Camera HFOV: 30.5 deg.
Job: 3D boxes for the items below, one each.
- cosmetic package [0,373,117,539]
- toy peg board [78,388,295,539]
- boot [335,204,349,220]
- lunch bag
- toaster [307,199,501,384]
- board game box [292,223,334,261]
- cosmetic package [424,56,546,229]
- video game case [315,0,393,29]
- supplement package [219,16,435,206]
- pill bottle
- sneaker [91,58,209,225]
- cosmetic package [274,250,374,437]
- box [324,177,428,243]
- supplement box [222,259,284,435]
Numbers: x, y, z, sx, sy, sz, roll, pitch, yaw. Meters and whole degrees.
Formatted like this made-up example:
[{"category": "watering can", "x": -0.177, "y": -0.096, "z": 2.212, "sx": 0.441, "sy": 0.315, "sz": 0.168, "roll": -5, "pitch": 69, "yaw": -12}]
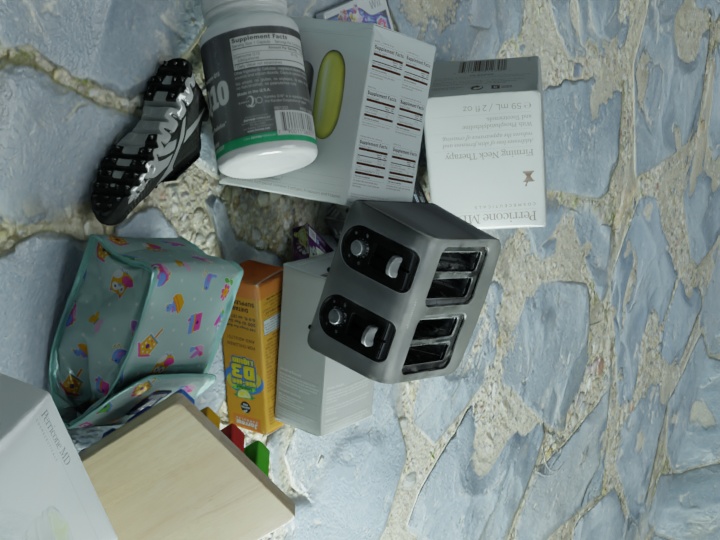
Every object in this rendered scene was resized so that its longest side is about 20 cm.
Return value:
[{"category": "cosmetic package", "x": -0.355, "y": 0.234, "z": 1.215, "sx": 0.200, "sy": 0.122, "sz": 0.201, "roll": -49, "pitch": 137, "yaw": -37}, {"category": "toy peg board", "x": -0.204, "y": 0.217, "z": 1.409, "sx": 0.200, "sy": 0.199, "sz": 0.098, "roll": 49, "pitch": 20, "yaw": -29}, {"category": "boot", "x": 0.001, "y": 0.000, "z": 1.675, "sx": 0.181, "sy": 0.072, "sz": 0.203, "roll": 29, "pitch": 69, "yaw": -54}, {"category": "lunch bag", "x": -0.229, "y": 0.073, "z": 1.386, "sx": 0.170, "sy": 0.121, "sz": 0.203, "roll": 2, "pitch": 109, "yaw": -62}, {"category": "toaster", "x": 0.053, "y": 0.023, "z": 1.498, "sx": 0.199, "sy": 0.118, "sz": 0.183, "roll": -1, "pitch": 115, "yaw": -54}, {"category": "board game box", "x": -0.030, "y": 0.039, "z": 1.728, "sx": 0.200, "sy": 0.032, "sz": 0.121, "roll": 46, "pitch": 28, "yaw": -50}, {"category": "cosmetic package", "x": 0.180, "y": -0.181, "z": 1.877, "sx": 0.167, "sy": 0.164, "sz": 0.203, "roll": -76, "pitch": 161, "yaw": -64}, {"category": "video game case", "x": 0.013, "y": -0.253, "z": 1.726, "sx": 0.143, "sy": 0.018, "sz": 0.203, "roll": -34, "pitch": 113, "yaw": -49}, {"category": "supplement package", "x": -0.038, "y": -0.182, "z": 1.543, "sx": 0.146, "sy": 0.189, "sz": 0.203, "roll": 5, "pitch": 95, "yaw": -58}, {"category": "pill bottle", "x": -0.115, "y": -0.211, "z": 1.439, "sx": 0.113, "sy": 0.112, "sz": 0.203, "roll": 6, "pitch": 72, "yaw": -58}, {"category": "sneaker", "x": -0.213, "y": -0.121, "z": 1.398, "sx": 0.091, "sy": 0.066, "sz": 0.202, "roll": 53, "pitch": 53, "yaw": -48}, {"category": "cosmetic package", "x": -0.038, "y": 0.086, "z": 1.594, "sx": 0.106, "sy": 0.089, "sz": 0.203, "roll": -12, "pitch": 110, "yaw": -49}, {"category": "box", "x": 0.035, "y": -0.062, "z": 1.837, "sx": 0.159, "sy": 0.049, "sz": 0.201, "roll": -60, "pitch": 144, "yaw": -28}, {"category": "supplement box", "x": -0.125, "y": 0.095, "z": 1.610, "sx": 0.069, "sy": 0.066, "sz": 0.203, "roll": -32, "pitch": 125, "yaw": -50}]
